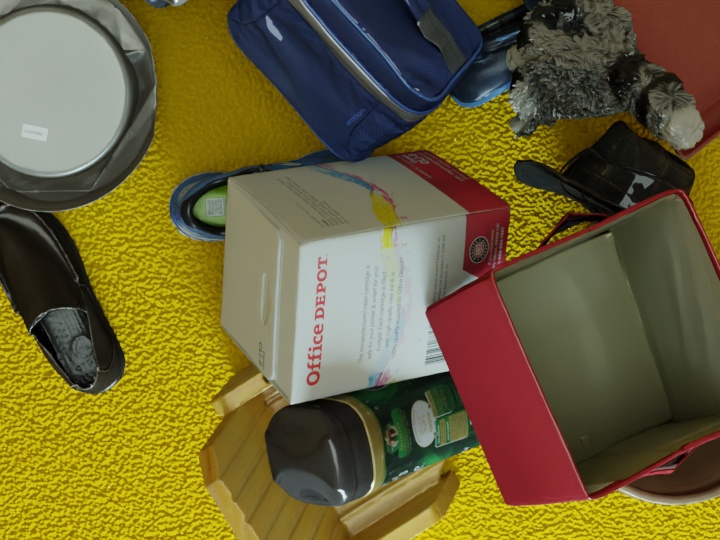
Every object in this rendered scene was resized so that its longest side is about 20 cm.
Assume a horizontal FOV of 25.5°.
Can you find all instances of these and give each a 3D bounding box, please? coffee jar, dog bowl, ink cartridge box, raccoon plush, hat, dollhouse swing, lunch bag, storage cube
[{"bbox_3d":[0.020,0.131,1.328,0.199,0.104,0.086,-17,99,-39],"label":"coffee jar"},{"bbox_3d":[-0.268,-0.154,1.375,0.197,0.059,0.203,0,98,-2],"label":"dog bowl"},{"bbox_3d":[0.000,0.000,1.316,0.198,0.145,0.147,-9,119,-28],"label":"ink cartridge box"},{"bbox_3d":[0.183,-0.127,1.285,0.096,0.135,0.201,-19,56,-15],"label":"raccoon plush"},{"bbox_3d":[0.225,-0.079,1.340,0.199,0.201,0.082,26,91,-6],"label":"hat"},{"bbox_3d":[-0.022,0.167,1.374,0.181,0.176,0.201,-31,98,2],"label":"dollhouse swing"},{"bbox_3d":[-0.003,-0.211,1.318,0.200,0.136,0.132,47,133,-9],"label":"lunch bag"},{"bbox_3d":[0.175,0.062,1.206,0.169,0.180,0.202,-23,86,-16],"label":"storage cube"}]

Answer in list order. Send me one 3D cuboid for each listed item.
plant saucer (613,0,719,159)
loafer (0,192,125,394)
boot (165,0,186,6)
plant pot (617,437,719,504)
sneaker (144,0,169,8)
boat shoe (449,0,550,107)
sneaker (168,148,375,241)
[{"bbox_3d":[0.288,-0.227,1.363,0.199,0.037,0.201,-36,105,-26],"label":"plant saucer"},{"bbox_3d":[-0.270,0.021,1.393,0.073,0.071,0.201,-32,99,2],"label":"loafer"},{"bbox_3d":[-0.166,-0.292,1.298,0.095,0.200,0.074,-28,141,-18],"label":"boot"},{"bbox_3d":[0.255,0.096,1.357,0.198,0.093,0.204,0,85,-5],"label":"plant pot"},{"bbox_3d":[-0.243,-0.288,1.360,0.200,0.078,0.086,42,112,-5],"label":"sneaker"},{"bbox_3d":[0.155,-0.218,1.372,0.199,0.084,0.069,-35,108,0],"label":"boat shoe"},{"bbox_3d":[-0.067,-0.058,1.382,0.197,0.089,0.080,-11,99,-6],"label":"sneaker"}]
